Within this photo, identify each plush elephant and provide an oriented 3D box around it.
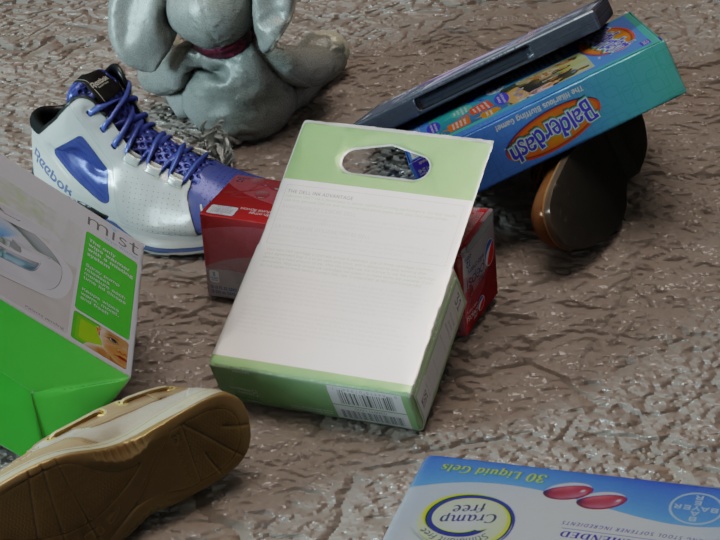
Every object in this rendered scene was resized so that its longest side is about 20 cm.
[{"bbox_3d":[-0.106,-0.188,2.000,0.163,0.156,0.200,1,30,9],"label":"plush elephant"}]

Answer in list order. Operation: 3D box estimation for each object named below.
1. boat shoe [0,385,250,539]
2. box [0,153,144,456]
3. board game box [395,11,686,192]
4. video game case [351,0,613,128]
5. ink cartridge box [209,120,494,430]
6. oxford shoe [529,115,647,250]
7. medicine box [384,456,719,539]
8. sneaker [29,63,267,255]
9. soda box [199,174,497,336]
[{"bbox_3d":[-0.164,0.125,1.562,0.199,0.074,0.069,-21,22,-28],"label":"boat shoe"},{"bbox_3d":[-0.248,0.007,1.647,0.199,0.097,0.177,33,24,-17],"label":"box"},{"bbox_3d":[0.126,-0.116,1.854,0.199,0.045,0.152,-26,13,4],"label":"board game box"},{"bbox_3d":[0.093,-0.151,1.926,0.199,0.019,0.143,-26,5,13],"label":"video game case"},{"bbox_3d":[0.000,0.000,1.688,0.145,0.048,0.201,7,57,22],"label":"ink cartridge box"},{"bbox_3d":[0.152,-0.064,1.854,0.071,0.072,0.200,-14,19,26],"label":"oxford shoe"},{"bbox_3d":[0.095,0.200,1.335,0.181,0.104,0.200,5,30,17],"label":"medicine box"},{"bbox_3d":[-0.169,-0.085,1.873,0.198,0.116,0.081,10,34,25],"label":"sneaker"},{"bbox_3d":[-0.008,-0.011,1.765,0.199,0.070,0.063,9,32,23],"label":"soda box"}]
